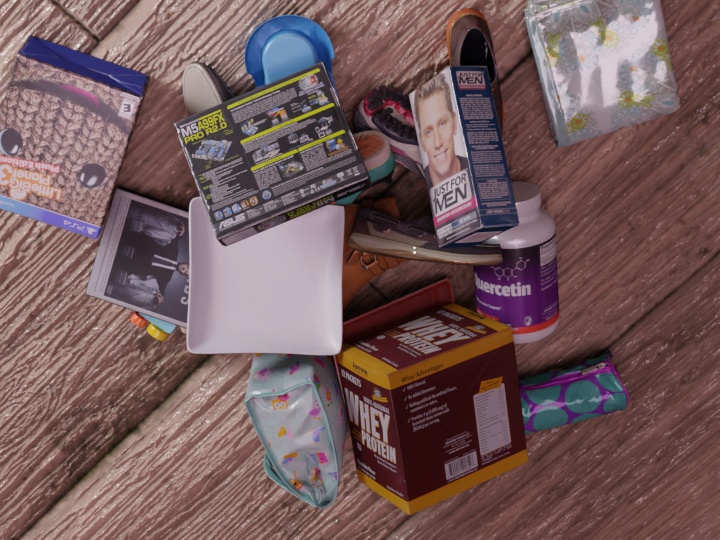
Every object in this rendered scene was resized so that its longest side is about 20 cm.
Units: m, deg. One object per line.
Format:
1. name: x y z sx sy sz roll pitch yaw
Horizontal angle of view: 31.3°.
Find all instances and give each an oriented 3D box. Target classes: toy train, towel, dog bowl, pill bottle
1. toy train: -0.215 0.020 1.730 0.199 0.056 0.151 -5 97 5
2. towel: 0.307 -0.270 1.635 0.171 0.048 0.200 -16 115 4
3. dog bowl: -0.081 -0.229 1.625 0.111 0.050 0.201 -11 114 1
4. pill bottle: 0.205 -0.011 1.709 0.112 0.113 0.201 -7 115 -1

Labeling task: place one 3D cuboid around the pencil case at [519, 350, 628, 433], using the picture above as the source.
1. pencil case: 0.270 0.177 1.814 0.199 0.085 0.093 -15 131 2

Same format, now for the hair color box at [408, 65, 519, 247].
1. hair color box: 0.124 -0.137 1.560 0.060 0.100 0.201 -4 78 -30

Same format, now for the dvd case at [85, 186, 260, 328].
1. dvd case: -0.246 -0.008 1.689 0.199 0.025 0.151 18 99 2

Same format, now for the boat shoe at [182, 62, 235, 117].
1. boat shoe: -0.168 -0.178 1.646 0.067 0.057 0.200 -4 116 38

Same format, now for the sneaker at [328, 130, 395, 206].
1. sneaker: -0.050 -0.107 1.620 0.199 0.072 0.080 -17 139 5

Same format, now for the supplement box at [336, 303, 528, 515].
1. supplement box: 0.095 0.177 1.699 0.197 0.133 0.201 -19 111 -26

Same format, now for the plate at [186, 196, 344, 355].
1. plate: -0.122 0.007 1.652 0.199 0.032 0.201 1 91 -8

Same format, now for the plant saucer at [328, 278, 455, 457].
1. plant saucer: 0.051 0.130 1.761 0.199 0.037 0.201 -23 114 -25

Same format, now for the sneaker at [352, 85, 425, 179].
1. sneaker: 0.081 -0.157 1.650 0.200 0.081 0.075 39 149 -6

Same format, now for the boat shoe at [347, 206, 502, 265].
1. boat shoe: 0.084 -0.044 1.641 0.199 0.072 0.065 7 89 13

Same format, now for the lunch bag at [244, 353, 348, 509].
1. lunch bag: -0.076 0.202 1.755 0.122 0.171 0.200 -15 116 9

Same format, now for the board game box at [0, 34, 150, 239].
1. board game box: -0.370 -0.166 1.607 0.159 0.097 0.200 17 112 -11

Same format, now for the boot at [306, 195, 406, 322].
1. boot: 0.000 0.000 1.730 0.155 0.077 0.201 -17 107 -1

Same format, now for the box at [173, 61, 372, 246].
1. box: -0.106 -0.141 1.559 0.199 0.044 0.161 -23 77 1

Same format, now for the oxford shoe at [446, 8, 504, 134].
1. oxford shoe: 0.145 -0.225 1.629 0.071 0.073 0.201 -13 115 1
